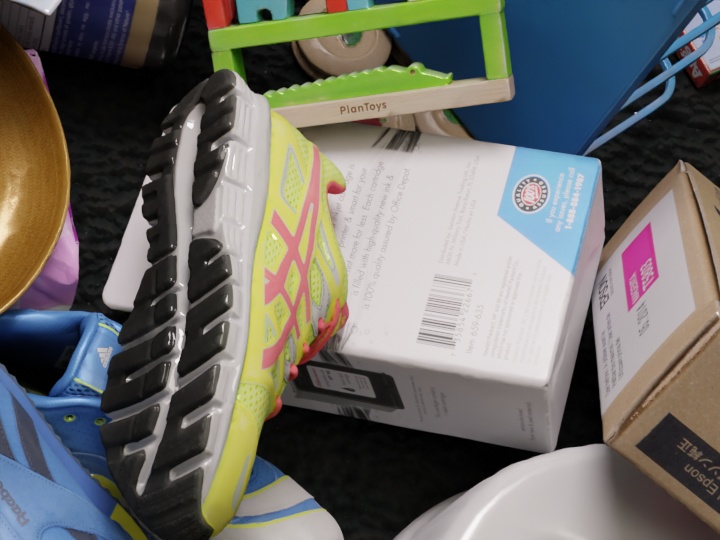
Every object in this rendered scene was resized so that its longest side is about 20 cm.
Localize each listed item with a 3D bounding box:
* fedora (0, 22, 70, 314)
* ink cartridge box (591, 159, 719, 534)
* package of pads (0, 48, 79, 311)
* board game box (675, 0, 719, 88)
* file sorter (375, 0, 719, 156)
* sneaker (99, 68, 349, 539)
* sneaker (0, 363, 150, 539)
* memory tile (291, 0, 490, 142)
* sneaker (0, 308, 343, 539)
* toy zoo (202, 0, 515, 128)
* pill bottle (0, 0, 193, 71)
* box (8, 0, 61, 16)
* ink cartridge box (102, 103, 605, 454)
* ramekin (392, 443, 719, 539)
[{"bbox_3d":[-0.206,-0.063,0.745,0.199,0.082,0.202,7,60,-12],"label":"fedora"},{"bbox_3d":[0.182,0.056,0.816,0.164,0.075,0.200,38,20,-8],"label":"ink cartridge box"},{"bbox_3d":[-0.226,-0.026,0.812,0.199,0.076,0.121,-7,68,-19],"label":"package of pads"},{"bbox_3d":[0.237,-0.178,1.043,0.199,0.019,0.103,-23,76,-24],"label":"board game box"},{"bbox_3d":[0.112,-0.155,0.880,0.122,0.200,0.139,-34,79,-29],"label":"file sorter"},{"bbox_3d":[-0.040,0.018,0.755,0.090,0.078,0.201,30,54,-33],"label":"sneaker"},{"bbox_3d":[-0.145,0.091,0.718,0.200,0.066,0.079,50,19,-25],"label":"sneaker"},{"bbox_3d":[0.031,-0.145,0.972,0.152,0.017,0.201,-8,68,-19],"label":"memory tile"},{"bbox_3d":[-0.093,0.077,0.785,0.199,0.105,0.076,22,59,-5],"label":"sneaker"},{"bbox_3d":[-0.011,-0.164,0.812,0.130,0.020,0.201,-7,102,12],"label":"toy zoo"},{"bbox_3d":[-0.173,-0.162,0.869,0.199,0.112,0.112,10,64,-11],"label":"pill bottle"},{"bbox_3d":[-0.189,-0.186,0.779,0.199,0.048,0.122,20,56,13],"label":"box"},{"bbox_3d":[0.000,0.000,0.848,0.199,0.067,0.116,10,62,15],"label":"ink cartridge box"},{"bbox_3d":[0.098,0.171,0.802,0.199,0.098,0.202,6,65,-13],"label":"ramekin"}]
